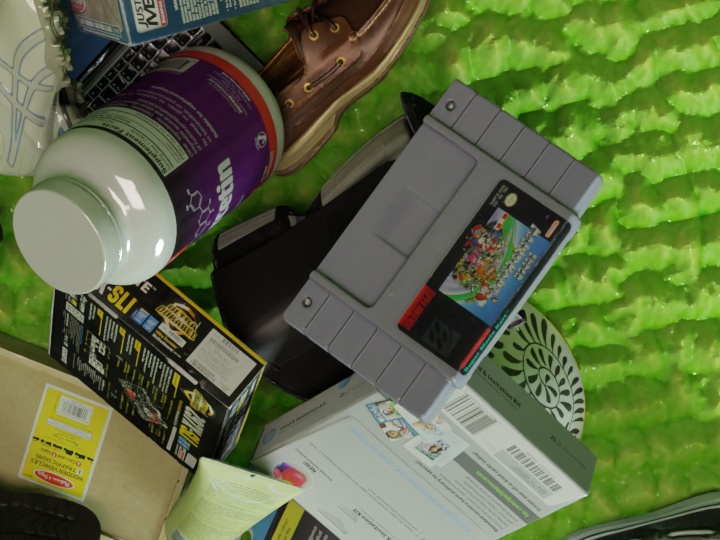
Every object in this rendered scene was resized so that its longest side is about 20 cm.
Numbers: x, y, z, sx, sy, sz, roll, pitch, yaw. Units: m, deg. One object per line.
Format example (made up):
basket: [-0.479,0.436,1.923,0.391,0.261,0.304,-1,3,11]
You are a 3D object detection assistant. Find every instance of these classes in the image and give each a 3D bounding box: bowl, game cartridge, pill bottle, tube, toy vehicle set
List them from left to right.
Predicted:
toy vehicle set: [-0.229,0.135,1.796,0.198,0.027,0.125,22,110,1]
pill bottle: [-0.145,-0.065,1.559,0.112,0.200,0.113,19,128,25]
tube: [-0.100,0.171,1.691,0.058,0.200,0.052,-24,80,-21]
game cartridge: [0.056,-0.013,1.520,0.129,0.038,0.201,34,85,25]
bowl: [0.066,0.117,1.707,0.199,0.094,0.203,3,110,8]

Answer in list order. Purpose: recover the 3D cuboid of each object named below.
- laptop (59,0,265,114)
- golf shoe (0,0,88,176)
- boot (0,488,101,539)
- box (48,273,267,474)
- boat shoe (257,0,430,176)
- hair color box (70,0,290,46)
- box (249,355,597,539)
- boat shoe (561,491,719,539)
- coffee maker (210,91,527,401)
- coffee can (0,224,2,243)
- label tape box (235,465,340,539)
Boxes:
laptop: [-0.184,-0.116,1.658,0.200,0.116,0.187,44,110,-7]
golf shoe: [-0.241,-0.141,1.570,0.096,0.079,0.201,-7,128,-2]
boot: [-0.309,0.230,1.805,0.198,0.078,0.139,19,132,5]
box: [-0.152,0.064,1.668,0.159,0.200,0.049,37,68,6]
boat shoe: [-0.021,-0.158,1.629,0.067,0.072,0.200,32,109,-27]
hair color box: [-0.093,-0.211,1.568,0.199,0.100,0.061,-18,109,-24]
box: [0.043,0.134,1.618,0.156,0.041,0.199,42,131,-19]
boat shoe: [0.204,0.226,1.733,0.199,0.071,0.072,-29,102,17]
coffee maker: [0.000,0.000,1.628,0.199,0.193,0.135,-36,116,20]
coffee can: [-0.375,0.026,1.718,0.146,0.146,0.201,31,110,-2]
label tape box: [-0.024,0.259,1.775,0.199,0.066,0.144,36,114,28]
